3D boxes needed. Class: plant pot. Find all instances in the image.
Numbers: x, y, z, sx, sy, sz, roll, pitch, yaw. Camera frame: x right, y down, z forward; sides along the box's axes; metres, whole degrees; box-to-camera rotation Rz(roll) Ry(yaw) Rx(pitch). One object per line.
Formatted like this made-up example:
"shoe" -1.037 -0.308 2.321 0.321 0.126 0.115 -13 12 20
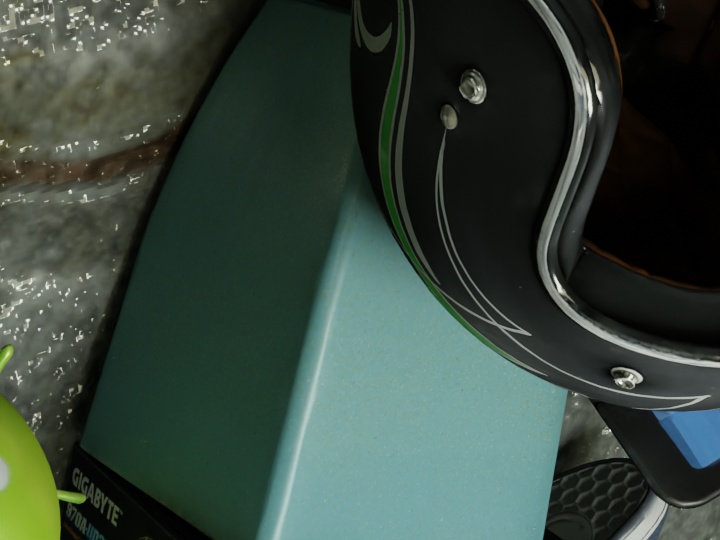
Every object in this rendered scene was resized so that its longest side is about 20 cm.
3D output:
"plant pot" 0.000 0.000 0.803 0.141 0.141 0.200 7 100 -38

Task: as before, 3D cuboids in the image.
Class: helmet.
"helmet" 0.092 -0.053 0.659 0.200 0.200 0.191 -28 124 -20

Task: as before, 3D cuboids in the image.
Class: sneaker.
"sneaker" 0.104 0.196 1.013 0.202 0.077 0.146 -45 121 7

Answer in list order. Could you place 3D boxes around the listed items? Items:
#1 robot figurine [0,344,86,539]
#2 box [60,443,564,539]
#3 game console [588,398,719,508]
"robot figurine" -0.197 0.108 0.730 0.200 0.116 0.176 -33 127 -17
"box" -0.004 0.123 0.828 0.200 0.159 0.046 8 100 -29
"game console" 0.180 -0.023 0.927 0.200 0.116 0.176 -27 128 -22
